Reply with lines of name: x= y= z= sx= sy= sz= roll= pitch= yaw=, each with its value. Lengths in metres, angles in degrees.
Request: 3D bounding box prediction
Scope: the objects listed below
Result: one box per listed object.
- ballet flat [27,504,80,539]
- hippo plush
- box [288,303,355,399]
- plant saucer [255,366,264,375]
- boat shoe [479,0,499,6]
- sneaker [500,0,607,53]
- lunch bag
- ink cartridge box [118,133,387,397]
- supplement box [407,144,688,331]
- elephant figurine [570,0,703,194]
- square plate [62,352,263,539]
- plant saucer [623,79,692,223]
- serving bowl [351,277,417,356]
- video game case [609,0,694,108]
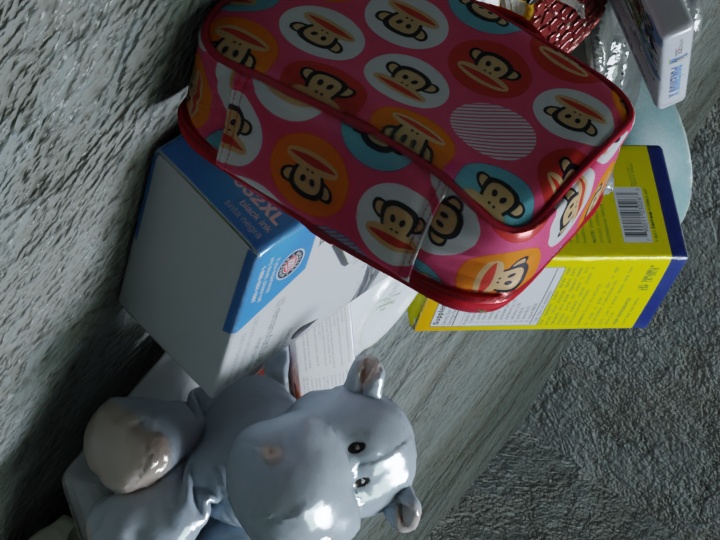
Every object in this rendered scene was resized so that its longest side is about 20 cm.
ballet flat: x=-0.169 y=0.171 z=1.345 sx=0.200 sy=0.068 sz=0.068 roll=-46 pitch=156 yaw=-43
hippo plush: x=-0.040 y=0.128 z=1.207 sx=0.200 sy=0.161 sz=0.160 roll=-26 pitch=110 yaw=-46
box: x=-0.025 y=0.063 z=1.368 sx=0.039 sy=0.041 sz=0.200 roll=-125 pitch=-154 yaw=-62
plant saucer: x=-0.089 y=0.192 z=1.342 sx=0.200 sy=0.037 sz=0.200 roll=-46 pitch=145 yaw=-38
boat shoe: x=0.036 y=-0.153 z=1.228 sx=0.069 sy=0.071 sz=0.200 roll=-21 pitch=150 yaw=-8
sneaker: x=0.096 y=-0.185 z=1.285 sx=0.078 sy=0.082 sz=0.200 roll=-38 pitch=153 yaw=-14
lunch bag: x=0.029 y=-0.083 z=1.049 sx=0.176 sy=0.200 sz=0.082 roll=-44 pitch=161 yaw=-44
ink cartridge box: x=-0.023 y=-0.042 z=1.167 sx=0.200 sy=0.084 sz=0.145 roll=-35 pitch=159 yaw=-32
supplement box: x=0.138 y=-0.026 z=1.678 sx=0.109 sy=0.200 sz=0.110 roll=111 pitch=-25 yaw=-56
elephant figurine: x=0.158 y=-0.181 z=1.453 sx=0.200 sy=0.155 sz=0.142 roll=-52 pitch=-165 yaw=56
square plate: x=-0.100 y=0.127 z=1.346 sx=0.200 sy=0.028 sz=0.198 roll=-51 pitch=148 yaw=-33
plant saucer: x=0.195 y=-0.109 z=1.783 sx=0.039 sy=0.201 sz=0.201 roll=-25 pitch=156 yaw=-27
serving bowl: x=0.000 y=0.000 z=1.452 sx=0.200 sy=0.066 sz=0.200 roll=-49 pitch=165 yaw=-18
video game case: x=0.144 y=-0.204 z=1.242 sx=0.022 sy=0.200 sz=0.182 roll=-22 pitch=170 yaw=4
